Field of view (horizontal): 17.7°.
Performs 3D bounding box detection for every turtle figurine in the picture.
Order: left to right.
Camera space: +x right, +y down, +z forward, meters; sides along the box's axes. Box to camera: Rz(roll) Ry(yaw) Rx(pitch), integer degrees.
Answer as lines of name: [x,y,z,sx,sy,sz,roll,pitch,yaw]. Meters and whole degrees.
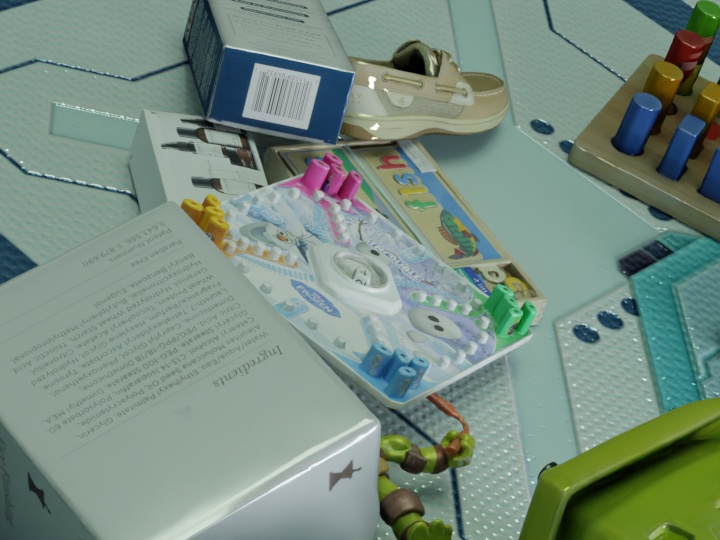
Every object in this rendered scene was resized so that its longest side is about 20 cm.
turtle figurine: [-0.013,0.122,1.406,0.200,0.064,0.161,14,29,-24]

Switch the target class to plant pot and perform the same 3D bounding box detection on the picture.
plant pot: [0.189,0.196,1.303,0.199,0.200,0.181,-20,46,-42]

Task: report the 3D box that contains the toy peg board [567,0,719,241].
toy peg board: [0.302,-0.121,1.860,0.200,0.098,0.199,28,36,12]

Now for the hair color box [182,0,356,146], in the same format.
hair color box: [-0.071,-0.159,1.716,0.100,0.061,0.200,11,20,-13]

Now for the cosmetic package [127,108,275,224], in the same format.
cosmetic package: [-0.102,-0.032,1.583,0.082,0.051,0.200,4,38,-20]

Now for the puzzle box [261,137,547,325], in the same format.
puzzle box: [0.028,-0.026,1.661,0.133,0.025,0.200,-8,44,-33]

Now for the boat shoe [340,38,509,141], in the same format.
boat shoe: [0.051,-0.142,1.766,0.072,0.065,0.200,20,19,36]

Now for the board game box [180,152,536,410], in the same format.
board game box: [0.000,0.000,1.530,0.200,0.026,0.200,37,28,18]

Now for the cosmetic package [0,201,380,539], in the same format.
cosmetic package: [-0.112,0.107,1.261,0.165,0.165,0.200,-28,54,-24]
